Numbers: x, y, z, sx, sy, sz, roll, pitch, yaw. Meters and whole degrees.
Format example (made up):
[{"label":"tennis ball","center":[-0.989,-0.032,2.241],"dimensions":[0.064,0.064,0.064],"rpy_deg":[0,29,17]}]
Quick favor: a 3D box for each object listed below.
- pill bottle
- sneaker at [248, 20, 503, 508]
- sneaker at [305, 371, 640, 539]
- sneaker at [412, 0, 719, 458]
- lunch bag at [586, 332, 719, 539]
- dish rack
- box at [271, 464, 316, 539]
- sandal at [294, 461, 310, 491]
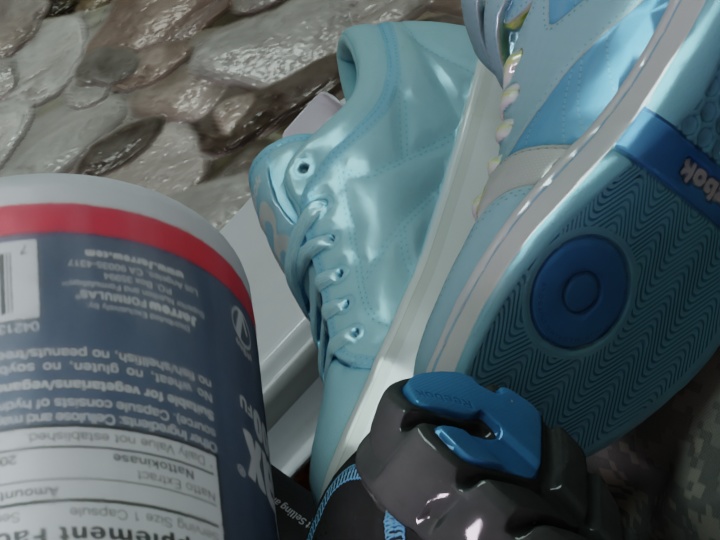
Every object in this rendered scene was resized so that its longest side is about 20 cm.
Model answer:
[{"label":"pill bottle","center":[-0.079,0.086,0.713],"dimensions":[0.119,0.120,0.200],"rpy_deg":[-17,52,12]},{"label":"sneaker","center":[0.000,0.000,0.837],"dimensions":[0.082,0.074,0.200],"rpy_deg":[11,45,8]},{"label":"sneaker","center":[0.069,0.115,0.694],"dimensions":[0.200,0.082,0.073],"rpy_deg":[43,27,17]},{"label":"sneaker","center":[0.059,-0.038,0.789],"dimensions":[0.200,0.080,0.130],"rpy_deg":[-53,36,-10]},{"label":"lunch bag","center":[0.137,0.034,0.815],"dimensions":[0.168,0.139,0.200],"rpy_deg":[-52,36,-11]},{"label":"dish rack","center":[-0.033,0.012,0.966],"dimensions":[0.200,0.044,0.172],"rpy_deg":[-48,21,-1]},{"label":"box","center":[-0.040,0.143,0.779],"dimensions":[0.200,0.050,0.158],"rpy_deg":[34,60,22]},{"label":"sandal","center":[0.011,0.044,0.955],"dimensions":[0.206,0.059,0.079],"rpy_deg":[-24,32,1]}]
